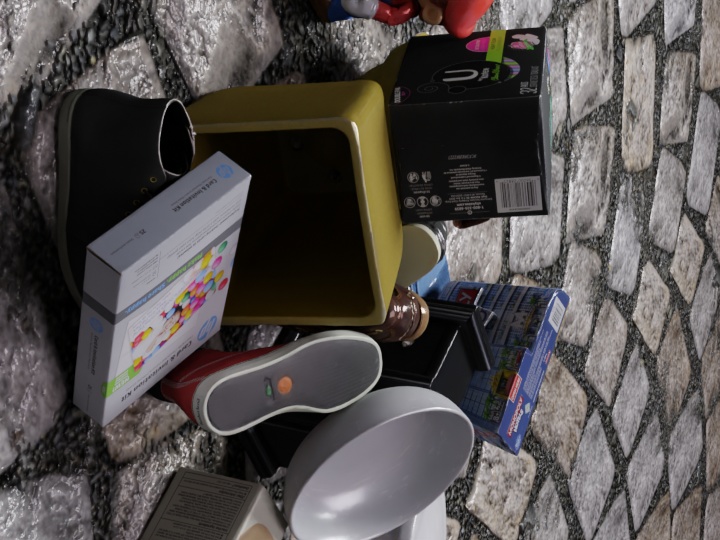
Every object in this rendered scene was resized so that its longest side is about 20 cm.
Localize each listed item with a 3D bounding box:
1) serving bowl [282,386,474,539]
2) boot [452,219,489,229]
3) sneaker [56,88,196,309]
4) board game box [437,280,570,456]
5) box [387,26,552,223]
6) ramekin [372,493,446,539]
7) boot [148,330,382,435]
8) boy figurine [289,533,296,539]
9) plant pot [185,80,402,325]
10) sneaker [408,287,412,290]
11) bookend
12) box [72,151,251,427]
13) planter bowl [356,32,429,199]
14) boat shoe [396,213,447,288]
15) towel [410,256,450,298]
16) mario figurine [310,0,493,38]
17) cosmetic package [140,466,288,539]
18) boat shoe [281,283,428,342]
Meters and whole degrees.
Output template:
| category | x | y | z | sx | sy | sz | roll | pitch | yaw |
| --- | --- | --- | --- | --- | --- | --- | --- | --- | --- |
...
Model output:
| category | x | y | z | sx | sy | sz | roll | pitch | yaw |
| --- | --- | --- | --- | --- | --- | --- | --- | --- | --- |
| serving bowl | 0.008 | 0.178 | 1.329 | 0.198 | 0.066 | 0.201 | -22 | 142 | -18 |
| boot | 0.123 | -0.123 | 1.618 | 0.200 | 0.073 | 0.157 | 134 | -39 | -75 |
| sneaker | -0.188 | -0.045 | 1.137 | 0.075 | 0.105 | 0.203 | -30 | 121 | -54 |
| board game box | 0.114 | 0.095 | 1.582 | 0.062 | 0.198 | 0.202 | 48 | 56 | -45 |
| box | 0.114 | -0.147 | 1.365 | 0.201 | 0.146 | 0.126 | -75 | 159 | -61 |
| ramekin | 0.033 | 0.328 | 1.579 | 0.202 | 0.093 | 0.206 | 3 | 90 | -75 |
| boot | -0.091 | 0.088 | 1.275 | 0.198 | 0.144 | 0.074 | -12 | 105 | -32 |
| boy figurine | -0.034 | 0.335 | 1.476 | 0.064 | 0.124 | 0.202 | -15 | 127 | -52 |
| plant pot | -0.054 | -0.082 | 1.295 | 0.200 | 0.191 | 0.198 | -58 | 144 | -58 |
| sneaker | -0.004 | -0.019 | 1.491 | 0.200 | 0.081 | 0.076 | 40 | 62 | -56 |
| bookend | 0.006 | 0.125 | 1.420 | 0.201 | 0.196 | 0.093 | -60 | 145 | -33 |
| box | -0.166 | 0.018 | 1.147 | 0.156 | 0.041 | 0.201 | -41 | 160 | -39 |
| planter bowl | 0.031 | -0.156 | 1.510 | 0.200 | 0.082 | 0.204 | 4 | 90 | -70 |
| boat shoe | 0.001 | 0.002 | 1.409 | 0.074 | 0.200 | 0.063 | 59 | 25 | -10 |
| towel | 0.067 | -0.011 | 1.653 | 0.112 | 0.048 | 0.202 | -51 | 137 | -44 |
| mario figurine | 0.047 | -0.301 | 1.406 | 0.106 | 0.198 | 0.125 | 32 | 68 | -58 |
| cosmetic package | -0.157 | 0.288 | 1.264 | 0.201 | 0.104 | 0.071 | -62 | 144 | -31 |
| boat shoe | -0.031 | 0.029 | 1.340 | 0.070 | 0.198 | 0.072 | 5 | 88 | -53 |
